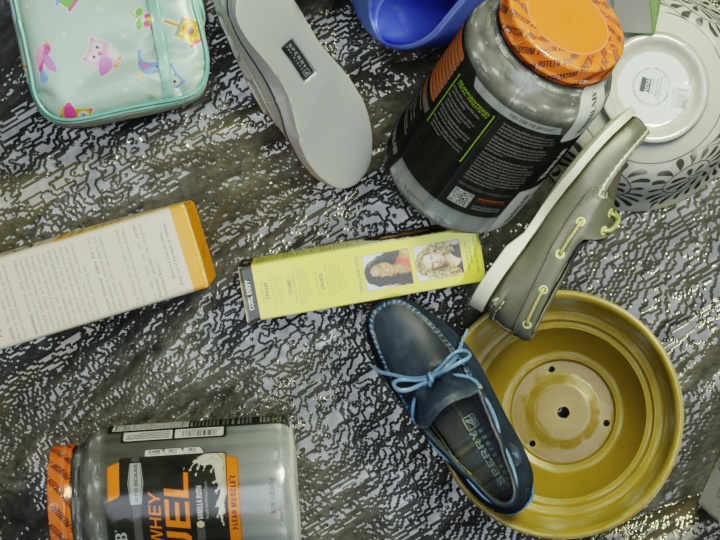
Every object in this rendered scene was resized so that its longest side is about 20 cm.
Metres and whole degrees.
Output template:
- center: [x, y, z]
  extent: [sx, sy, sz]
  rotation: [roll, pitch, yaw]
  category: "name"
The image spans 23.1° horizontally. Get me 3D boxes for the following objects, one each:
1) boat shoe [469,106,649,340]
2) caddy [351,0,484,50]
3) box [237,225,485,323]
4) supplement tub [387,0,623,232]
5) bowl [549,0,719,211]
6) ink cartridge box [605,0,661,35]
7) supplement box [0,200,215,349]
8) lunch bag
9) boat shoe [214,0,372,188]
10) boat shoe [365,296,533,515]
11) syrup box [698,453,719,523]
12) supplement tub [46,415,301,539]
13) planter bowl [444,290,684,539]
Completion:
- center: [0.168, -0.037, 1.393]
  extent: [0.060, 0.072, 0.202]
  rotation: [38, 99, 8]
  category: "boat shoe"
- center: [0.067, -0.263, 1.387]
  extent: [0.200, 0.105, 0.142]
  rotation: [-48, 59, 39]
  category: "caddy"
- center: [0.000, 0.000, 1.462]
  extent: [0.199, 0.075, 0.050]
  rotation: [-11, 95, -2]
  category: "box"
- center: [0.112, -0.130, 1.361]
  extent: [0.122, 0.200, 0.123]
  rotation: [14, 52, -19]
  category: "supplement tub"
- center: [0.233, -0.147, 1.451]
  extent: [0.200, 0.094, 0.201]
  rotation: [0, 94, -1]
  category: "bowl"
- center: [0.215, -0.303, 1.406]
  extent: [0.067, 0.117, 0.200]
  rotation: [6, 61, 16]
  category: "ink cartridge box"
- center: [-0.224, 0.004, 1.429]
  extent: [0.200, 0.126, 0.074]
  rotation: [-17, 94, -1]
  category: "supplement box"
- center: [-0.204, -0.224, 1.442]
  extent: [0.160, 0.077, 0.201]
  rotation: [-10, 93, -1]
  category: "lunch bag"
- center: [-0.059, -0.156, 1.455]
  extent: [0.071, 0.070, 0.200]
  rotation: [-42, 119, -16]
  category: "boat shoe"
- center: [0.076, 0.101, 1.398]
  extent: [0.084, 0.069, 0.200]
  rotation: [-42, 81, 5]
  category: "boat shoe"
- center: [0.365, 0.130, 1.476]
  extent: [0.081, 0.079, 0.200]
  rotation: [25, 92, -3]
  category: "syrup box"
- center: [-0.150, 0.185, 1.443]
  extent: [0.199, 0.123, 0.123]
  rotation: [-4, 93, -1]
  category: "supplement tub"
- center: [0.166, 0.118, 1.459]
  extent: [0.200, 0.083, 0.201]
  rotation: [-1, 87, 10]
  category: "planter bowl"
